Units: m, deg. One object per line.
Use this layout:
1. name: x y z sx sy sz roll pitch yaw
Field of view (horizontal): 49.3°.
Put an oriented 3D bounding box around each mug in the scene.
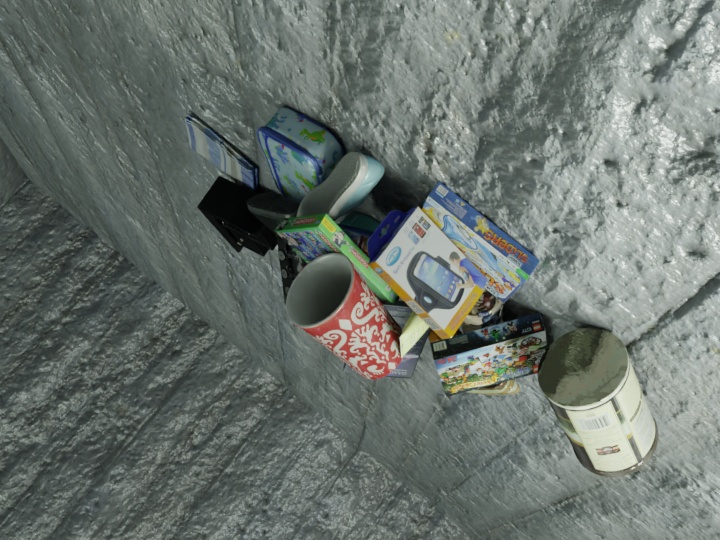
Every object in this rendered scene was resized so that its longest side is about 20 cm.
1. mug: -0.016 0.068 1.309 0.131 0.181 0.200 -26 134 20

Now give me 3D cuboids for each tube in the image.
1. tube: 0.120 0.051 1.319 0.058 0.202 0.051 47 157 -25

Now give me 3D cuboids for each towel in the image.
1. towel: -0.305 -0.249 1.729 0.198 0.024 0.147 38 161 6

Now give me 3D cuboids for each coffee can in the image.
1. coffee can: 0.383 0.213 1.259 0.145 0.147 0.202 17 150 47

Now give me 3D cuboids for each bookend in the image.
1. bookend: -0.241 -0.097 1.805 0.196 0.093 0.201 25 163 32

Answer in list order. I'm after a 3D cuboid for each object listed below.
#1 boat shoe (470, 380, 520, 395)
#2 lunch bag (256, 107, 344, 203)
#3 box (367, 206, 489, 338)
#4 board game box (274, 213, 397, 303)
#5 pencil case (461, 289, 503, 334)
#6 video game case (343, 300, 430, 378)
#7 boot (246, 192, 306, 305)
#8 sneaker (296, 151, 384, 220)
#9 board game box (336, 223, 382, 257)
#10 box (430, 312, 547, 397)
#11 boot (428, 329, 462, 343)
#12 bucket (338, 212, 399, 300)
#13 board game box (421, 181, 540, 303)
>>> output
1. boat shoe: 0.258 0.238 1.668 0.075 0.073 0.198 31 168 -28
2. lunch bag: -0.100 -0.185 1.407 0.159 0.083 0.202 34 158 25
3. box: 0.103 -0.004 1.248 0.200 0.120 0.041 44 160 -14
4. board game box: -0.039 -0.016 1.320 0.133 0.029 0.200 -1 140 50
5. pencil case: 0.226 0.100 1.408 0.087 0.079 0.202 9 148 25
6. video game case: 0.054 0.131 1.482 0.139 0.019 0.203 6 134 -11
7. boot: -0.142 -0.034 1.478 0.164 0.065 0.205 27 136 51
8. sneaker: -0.031 -0.117 1.324 0.081 0.076 0.199 8 145 -40
9. board game box: 0.042 -0.037 1.356 0.195 0.040 0.158 15 -174 -2
10. box: 0.230 0.151 1.376 0.138 0.195 0.038 65 -169 -50
11. boot: 0.190 0.134 1.551 0.200 0.070 0.146 25 -145 -56
12. bucket: 0.000 0.000 1.528 0.205 0.135 0.208 35 159 15
13. board game box: 0.180 -0.042 1.257 0.199 0.035 0.136 39 160 7
